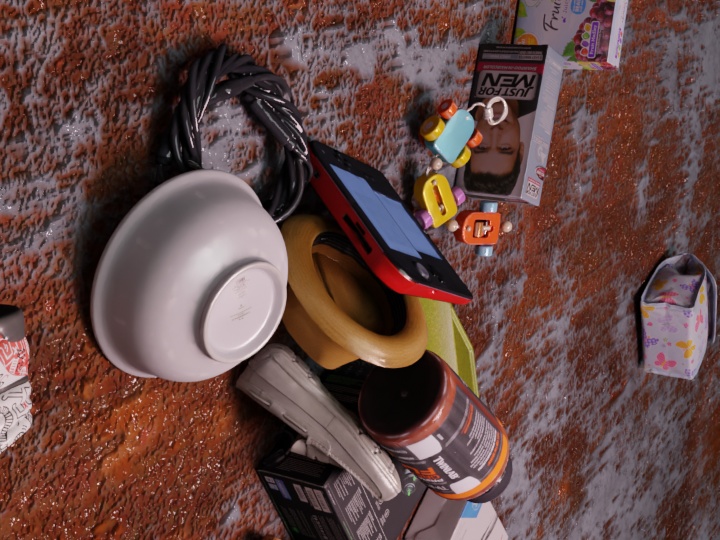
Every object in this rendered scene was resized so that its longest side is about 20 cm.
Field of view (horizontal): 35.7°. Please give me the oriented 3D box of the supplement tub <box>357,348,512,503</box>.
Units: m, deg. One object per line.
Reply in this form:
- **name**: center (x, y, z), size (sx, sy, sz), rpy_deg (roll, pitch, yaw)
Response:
- **supplement tub**: center (0.088, 0.172, 1.166), size (0.200, 0.107, 0.107), rpy_deg (47, 58, -42)

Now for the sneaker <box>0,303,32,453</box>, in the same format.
- **sneaker**: center (-0.313, 0.100, 0.787), size (0.201, 0.067, 0.108), rpy_deg (-24, 115, -55)

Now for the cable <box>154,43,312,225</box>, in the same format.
- **cable**: center (-0.114, -0.120, 1.067), size (0.200, 0.051, 0.164), rpy_deg (23, 73, -54)

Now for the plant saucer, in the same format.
- **plant saucer**: center (0.108, 0.133, 1.353), size (0.200, 0.048, 0.201), rpy_deg (58, 25, -58)

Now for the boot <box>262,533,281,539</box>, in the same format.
- **boot**: center (-0.070, 0.379, 1.212), size (0.200, 0.073, 0.155), rpy_deg (43, 63, -51)

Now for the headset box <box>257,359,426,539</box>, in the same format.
- **headset box**: center (-0.002, 0.213, 1.261), size (0.200, 0.092, 0.175), rpy_deg (-54, 138, -35)

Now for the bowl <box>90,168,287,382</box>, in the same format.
- **bowl**: center (-0.129, 0.020, 0.984), size (0.201, 0.090, 0.202), rpy_deg (-32, 136, -37)

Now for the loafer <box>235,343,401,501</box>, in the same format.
- **loafer**: center (-0.041, 0.162, 1.132), size (0.070, 0.200, 0.070), rpy_deg (-45, 175, 4)

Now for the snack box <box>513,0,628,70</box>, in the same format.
- **snack box**: center (0.292, -0.379, 1.529), size (0.053, 0.142, 0.201), rpy_deg (9, 89, -58)

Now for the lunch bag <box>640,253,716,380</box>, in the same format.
- **lunch bag**: center (0.616, 0.082, 2.149), size (0.200, 0.127, 0.170), rpy_deg (-49, 137, -49)

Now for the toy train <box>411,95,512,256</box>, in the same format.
- **toy train**: center (0.121, -0.116, 1.386), size (0.150, 0.056, 0.201), rpy_deg (-7, 106, -35)

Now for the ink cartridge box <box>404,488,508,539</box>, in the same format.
- **ink cartridge box**: center (0.141, 0.378, 1.541), size (0.116, 0.066, 0.200), rpy_deg (-60, 141, -30)

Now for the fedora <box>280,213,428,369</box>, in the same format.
- **fedora**: center (-0.022, 0.034, 1.122), size (0.082, 0.201, 0.200), rpy_deg (-48, 159, 28)

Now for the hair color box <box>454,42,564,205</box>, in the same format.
- **hair color box**: center (0.195, -0.191, 1.464), size (0.061, 0.099, 0.201), rpy_deg (14, 85, -57)

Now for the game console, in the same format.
- **game console**: center (0.028, -0.050, 1.186), size (0.031, 0.200, 0.177), rpy_deg (-45, 153, 21)
